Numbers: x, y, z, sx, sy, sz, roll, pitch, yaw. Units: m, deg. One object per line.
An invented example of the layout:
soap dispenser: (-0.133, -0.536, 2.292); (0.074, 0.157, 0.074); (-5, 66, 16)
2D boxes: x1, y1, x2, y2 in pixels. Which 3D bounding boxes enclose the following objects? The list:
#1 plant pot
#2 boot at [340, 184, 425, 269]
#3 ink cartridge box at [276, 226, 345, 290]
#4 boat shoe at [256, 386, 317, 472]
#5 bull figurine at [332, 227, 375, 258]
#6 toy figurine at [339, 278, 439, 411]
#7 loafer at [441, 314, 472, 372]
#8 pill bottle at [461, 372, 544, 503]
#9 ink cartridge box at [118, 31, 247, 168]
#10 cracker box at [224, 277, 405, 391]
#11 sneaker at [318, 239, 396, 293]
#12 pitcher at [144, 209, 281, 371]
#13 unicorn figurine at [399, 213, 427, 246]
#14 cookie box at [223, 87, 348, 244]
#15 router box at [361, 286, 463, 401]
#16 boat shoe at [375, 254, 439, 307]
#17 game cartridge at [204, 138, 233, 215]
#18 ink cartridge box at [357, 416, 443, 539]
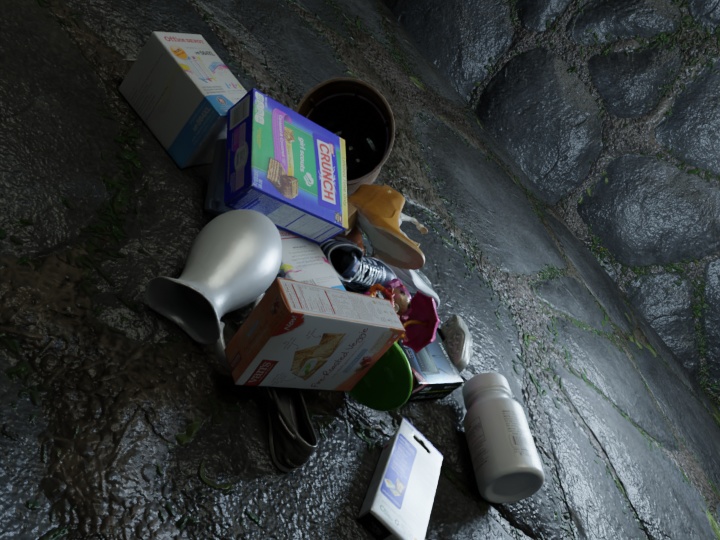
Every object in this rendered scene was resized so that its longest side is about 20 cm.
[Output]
plant pot: (-0.030, -0.250, 1.262); (0.201, 0.199, 0.198); (51, -2, 6)
boot: (0.055, -0.092, 1.142); (0.198, 0.072, 0.144); (27, 46, 17)
ink cartridge box: (-0.110, -0.003, 1.007); (0.114, 0.068, 0.202); (-8, 62, -57)
boat shoe: (-0.100, 0.161, 0.832); (0.066, 0.057, 0.203); (17, 42, -44)
bull figurine: (-0.046, -0.082, 1.202); (0.199, 0.065, 0.122); (42, 21, -25)
toy figurine: (0.046, 0.081, 0.982); (0.184, 0.148, 0.203); (-38, 102, -47)
loafer: (0.197, 0.153, 1.239); (0.070, 0.069, 0.200); (51, 19, -10)
pill bottle: (0.241, 0.288, 1.101); (0.113, 0.114, 0.203); (29, 33, -30)
ink cartridge box: (-0.291, -0.295, 1.048); (0.201, 0.125, 0.128); (51, 28, 3)
cracker box: (-0.055, 0.089, 0.801); (0.197, 0.134, 0.058); (13, 37, -42)
sneaker: (0.000, 0.000, 1.111); (0.197, 0.071, 0.108); (26, -4, -27)
pitcher: (-0.171, 0.022, 0.855); (0.173, 0.120, 0.201); (54, 36, -17)
unicorn figurine: (0.061, -0.088, 1.258); (0.136, 0.075, 0.200); (34, 11, 10)
cookie box: (-0.112, -0.158, 0.989); (0.198, 0.074, 0.175); (20, 58, -44)
router box: (0.084, 0.132, 1.124); (0.148, 0.062, 0.203); (10, 46, -51)
boat shoe: (0.085, 0.018, 1.274); (0.199, 0.072, 0.072); (41, 19, -37)
game cartridge: (-0.166, -0.140, 1.058); (0.198, 0.040, 0.137); (18, 80, -44)
ink cartridge box: (0.064, 0.310, 0.906); (0.095, 0.037, 0.201); (45, 31, -6)
